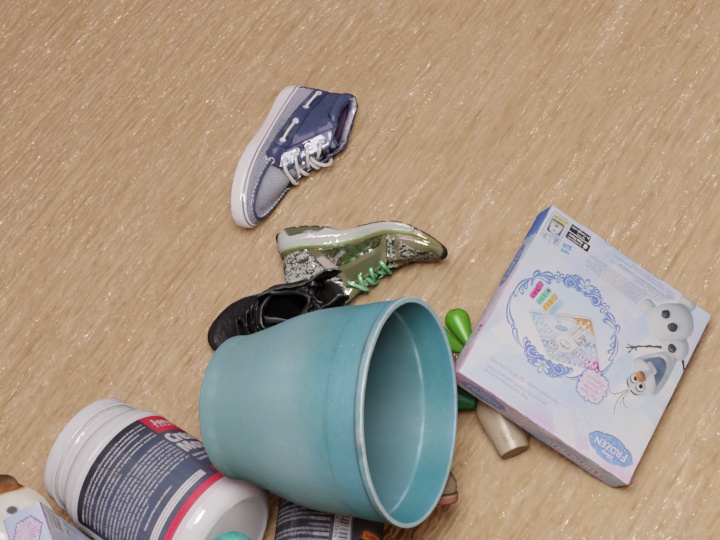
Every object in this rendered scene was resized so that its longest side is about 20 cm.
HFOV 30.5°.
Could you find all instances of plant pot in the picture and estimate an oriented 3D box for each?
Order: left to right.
[{"bbox_3d":[-0.036,0.124,1.196,0.187,0.200,0.201,-1,59,27],"label":"plant pot"}]

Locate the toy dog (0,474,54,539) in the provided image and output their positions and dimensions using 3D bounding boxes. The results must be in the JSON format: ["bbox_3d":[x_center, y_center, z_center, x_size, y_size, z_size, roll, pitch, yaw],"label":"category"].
[{"bbox_3d":[-0.383,0.302,1.315,0.200,0.194,0.140,-42,91,9],"label":"toy dog"}]

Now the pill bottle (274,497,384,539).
[{"bbox_3d":[-0.036,0.303,1.249,0.106,0.106,0.201,-2,60,15],"label":"pill bottle"}]

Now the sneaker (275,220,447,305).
[{"bbox_3d":[0.000,0.000,1.449,0.199,0.077,0.089,-3,71,21],"label":"sneaker"}]

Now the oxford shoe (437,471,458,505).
[{"bbox_3d":[0.028,0.161,1.300,0.200,0.070,0.075,33,113,44],"label":"oxford shoe"}]

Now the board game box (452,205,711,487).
[{"bbox_3d":[0.216,0.074,1.293,0.200,0.043,0.200,34,69,-5],"label":"board game box"}]

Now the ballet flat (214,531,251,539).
[{"bbox_3d":[-0.123,0.335,1.250,0.067,0.201,0.070,6,18,-4],"label":"ballet flat"}]

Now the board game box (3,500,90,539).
[{"bbox_3d":[-0.245,0.339,1.232,0.041,0.200,0.200,-29,56,-1],"label":"board game box"}]

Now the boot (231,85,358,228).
[{"bbox_3d":[-0.076,-0.134,1.537,0.090,0.073,0.201,8,62,27],"label":"boot"}]

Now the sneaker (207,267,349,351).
[{"bbox_3d":[-0.092,0.044,1.395,0.199,0.104,0.060,-20,84,19],"label":"sneaker"}]

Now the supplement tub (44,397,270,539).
[{"bbox_3d":[-0.203,0.226,1.321,0.199,0.141,0.141,28,71,27],"label":"supplement tub"}]

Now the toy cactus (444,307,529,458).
[{"bbox_3d":[0.129,0.105,1.337,0.199,0.102,0.166,-19,66,-6],"label":"toy cactus"}]
